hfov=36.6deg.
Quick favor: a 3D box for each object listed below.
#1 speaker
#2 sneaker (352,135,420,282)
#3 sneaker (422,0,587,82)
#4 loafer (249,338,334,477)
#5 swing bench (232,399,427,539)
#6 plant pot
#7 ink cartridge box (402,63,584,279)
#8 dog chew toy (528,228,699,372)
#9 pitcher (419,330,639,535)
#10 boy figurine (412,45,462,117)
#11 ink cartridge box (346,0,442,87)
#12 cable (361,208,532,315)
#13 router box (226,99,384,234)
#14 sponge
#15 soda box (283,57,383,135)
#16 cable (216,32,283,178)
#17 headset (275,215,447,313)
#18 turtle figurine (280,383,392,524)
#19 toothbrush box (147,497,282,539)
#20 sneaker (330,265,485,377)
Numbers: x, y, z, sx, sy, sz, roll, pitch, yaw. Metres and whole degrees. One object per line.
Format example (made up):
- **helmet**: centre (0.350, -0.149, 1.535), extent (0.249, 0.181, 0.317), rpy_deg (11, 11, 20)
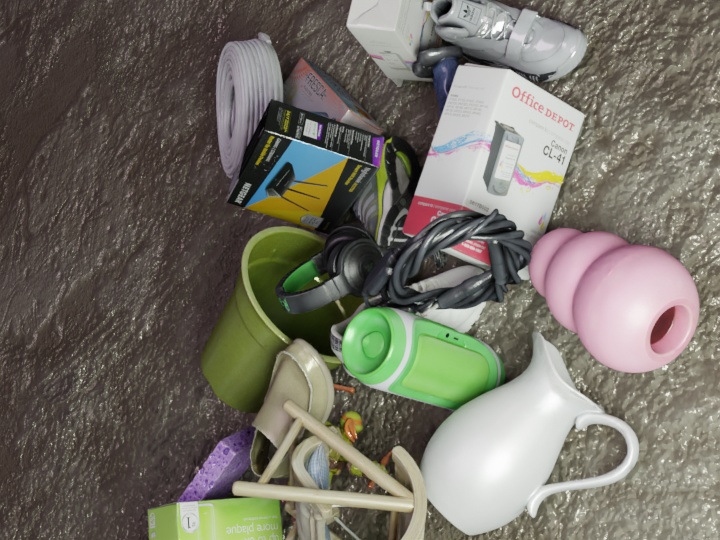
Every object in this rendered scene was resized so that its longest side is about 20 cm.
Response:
- **speaker**: centre (0.071, 0.098, 1.170), extent (0.088, 0.199, 0.089), rpy_deg (-16, 64, 38)
- **sneaker**: centre (0.031, -0.064, 1.370), extent (0.081, 0.073, 0.202), rpy_deg (-24, 55, 48)
- **sneaker**: centre (0.164, -0.282, 1.280), extent (0.199, 0.114, 0.076), rpy_deg (22, 91, 45)
- **loafer**: centre (-0.083, 0.169, 1.244), extent (0.075, 0.068, 0.202), rpy_deg (35, 130, 32)
- **swing bench**: centre (-0.018, 0.276, 1.163), extent (0.198, 0.200, 0.130), rpy_deg (19, 46, 16)
- **plant pot**: centre (-0.106, 0.082, 1.376), extent (0.190, 0.199, 0.201), rpy_deg (-48, 47, 37)
- **ink cartridge box**: centre (0.149, -0.108, 1.207), extent (0.085, 0.147, 0.202), rpy_deg (20, 90, 50)
- **dog chew toy**: centre (0.244, 0.019, 1.100), extent (0.200, 0.124, 0.125), rpy_deg (38, 102, 52)
- **pitcher**: centre (0.169, 0.190, 1.114), extent (0.200, 0.121, 0.172), rpy_deg (-46, 56, 5)
- **boy figurine**: centre (0.111, -0.160, 1.302), extent (0.124, 0.064, 0.202), rpy_deg (127, 134, -78)
- **ink cartridge box**: centre (0.057, -0.313, 1.358), extent (0.067, 0.200, 0.118), rpy_deg (10, 81, 21)
- **cable**: centre (0.100, 0.001, 1.125), extent (0.200, 0.162, 0.051), rpy_deg (128, 142, -52)
- **router box**: centre (-0.073, -0.126, 1.368), extent (0.200, 0.148, 0.052), rpy_deg (132, 151, -61)
- **sponge**: centre (-0.201, 0.293, 1.423), extent (0.030, 0.111, 0.201), rpy_deg (39, 105, 13)
- **soda box**: centre (-0.045, -0.214, 1.463), extent (0.069, 0.063, 0.200), rpy_deg (-55, 34, 13)
- **cable**: centre (-0.158, -0.226, 1.539), extent (0.200, 0.068, 0.202), rpy_deg (-125, 39, -61)
- **headset**: centre (0.000, 0.000, 1.259), extent (0.199, 0.095, 0.124), rpy_deg (-29, 18, -1)
- **turtle figurine**: centre (-0.034, 0.235, 1.317), extent (0.200, 0.064, 0.162), rpy_deg (38, 102, 44)
- **toothbrush box**: centre (-0.170, 0.380, 1.309), extent (0.086, 0.144, 0.202), rpy_deg (-22, 68, 51)
- **sneaker**: centre (0.059, 0.049, 1.245), extent (0.199, 0.081, 0.077), rpy_deg (-32, 50, -6)
